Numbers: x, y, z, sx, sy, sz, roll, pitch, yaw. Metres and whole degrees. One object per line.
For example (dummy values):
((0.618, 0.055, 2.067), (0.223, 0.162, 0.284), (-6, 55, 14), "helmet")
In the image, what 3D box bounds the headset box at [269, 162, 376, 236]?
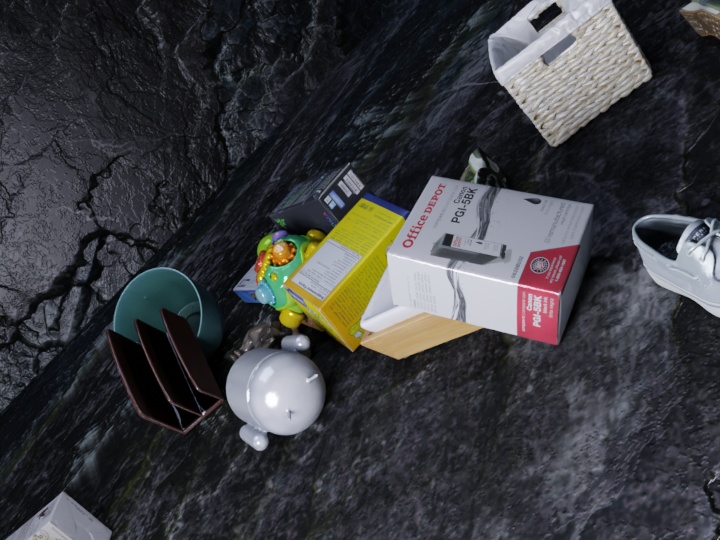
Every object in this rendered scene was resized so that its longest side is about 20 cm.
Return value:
((-0.042, -0.073, 1.457), (0.093, 0.175, 0.199), (-49, 21, -26), "headset box")

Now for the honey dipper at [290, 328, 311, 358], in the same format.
((-0.111, 0.108, 1.440), (0.038, 0.038, 0.200), (-42, 16, 3), "honey dipper")

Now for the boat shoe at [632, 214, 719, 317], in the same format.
((0.313, -0.011, 0.768), (0.070, 0.072, 0.201), (-44, 19, -4), "boat shoe")

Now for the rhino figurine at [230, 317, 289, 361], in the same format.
((-0.167, 0.123, 1.433), (0.088, 0.060, 0.200), (-50, 6, -17), "rhino figurine")

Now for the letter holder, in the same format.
((-0.351, 0.166, 1.497), (0.100, 0.142, 0.201), (-39, 55, 8), "letter holder")

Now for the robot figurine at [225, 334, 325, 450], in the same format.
((-0.121, 0.170, 1.201), (0.199, 0.112, 0.172), (-5, 63, 62), "robot figurine")

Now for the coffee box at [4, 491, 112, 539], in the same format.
((-0.520, 0.472, 1.379), (0.199, 0.113, 0.080), (-40, 19, 14), "coffee box")

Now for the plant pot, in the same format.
((-0.366, 0.110, 1.700), (0.200, 0.201, 0.161), (-41, -22, 7), "plant pot")

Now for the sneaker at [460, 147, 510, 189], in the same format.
((0.178, -0.110, 1.278), (0.089, 0.077, 0.201), (-49, 10, 24), "sneaker")

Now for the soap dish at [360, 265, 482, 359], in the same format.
((0.104, 0.026, 1.101), (0.199, 0.081, 0.158), (-26, 25, 42), "soap dish")

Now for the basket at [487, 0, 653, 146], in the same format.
((0.318, -0.330, 1.293), (0.197, 0.161, 0.201), (-35, 20, 23), "basket")

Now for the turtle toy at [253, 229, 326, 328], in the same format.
((-0.122, -0.006, 1.379), (0.200, 0.100, 0.147), (-108, 40, -71), "turtle toy")

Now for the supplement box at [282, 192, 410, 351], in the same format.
((0.000, 0.000, 1.280), (0.200, 0.110, 0.108), (-47, 41, -12), "supplement box")

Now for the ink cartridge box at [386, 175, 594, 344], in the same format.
((0.146, -0.017, 0.949), (0.197, 0.084, 0.148), (13, 49, 22), "ink cartridge box")

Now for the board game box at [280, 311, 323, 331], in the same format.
((-0.072, 0.053, 1.443), (0.095, 0.030, 0.199), (-36, 17, -18), "board game box")

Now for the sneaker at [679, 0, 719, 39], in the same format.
((0.497, -0.355, 1.121), (0.090, 0.067, 0.201), (-43, 15, 16), "sneaker")

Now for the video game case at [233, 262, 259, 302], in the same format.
((-0.166, -0.012, 1.782), (0.182, 0.045, 0.199), (-52, 21, -19), "video game case")
